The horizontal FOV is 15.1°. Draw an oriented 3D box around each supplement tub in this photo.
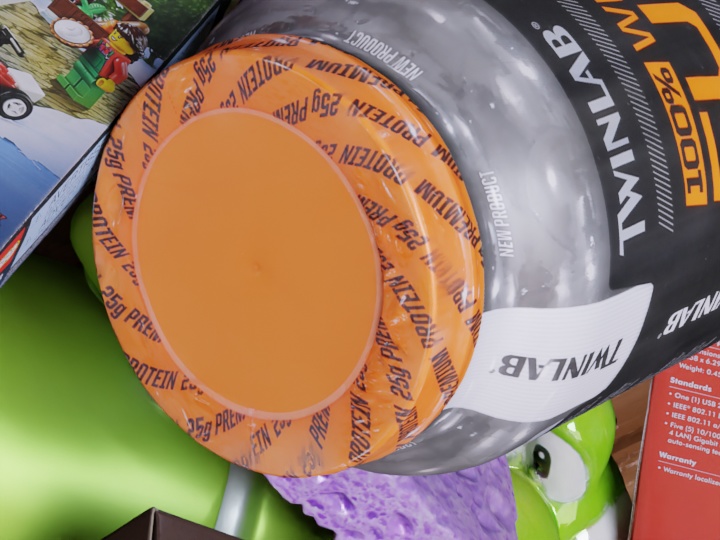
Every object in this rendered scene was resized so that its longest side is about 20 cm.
[{"bbox_3d":[0.035,-0.024,0.660,0.200,0.122,0.123,-23,132,-51],"label":"supplement tub"}]

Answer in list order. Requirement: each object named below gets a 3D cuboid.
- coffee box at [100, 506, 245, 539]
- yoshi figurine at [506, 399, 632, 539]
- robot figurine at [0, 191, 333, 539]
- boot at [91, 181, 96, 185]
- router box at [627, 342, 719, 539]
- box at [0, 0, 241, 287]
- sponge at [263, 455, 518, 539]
[{"bbox_3d":[-0.007,0.144,0.728,0.200,0.080,0.114,23,140,-32],"label":"coffee box"},{"bbox_3d":[0.035,0.118,0.854,0.112,0.112,0.200,0,128,-2],"label":"yoshi figurine"},{"bbox_3d":[-0.091,0.056,0.773,0.200,0.116,0.176,17,140,-20],"label":"robot figurine"},{"bbox_3d":[-0.132,-0.040,0.725,0.199,0.132,0.070,-5,77,-18],"label":"boot"},{"bbox_3d":[0.143,-0.013,0.857,0.200,0.049,0.180,-48,148,-57],"label":"router box"},{"bbox_3d":[-0.135,-0.089,0.628,0.137,0.200,0.038,-54,179,-42],"label":"box"},{"bbox_3d":[0.000,0.000,0.775,0.030,0.200,0.112,-27,133,19],"label":"sponge"}]
